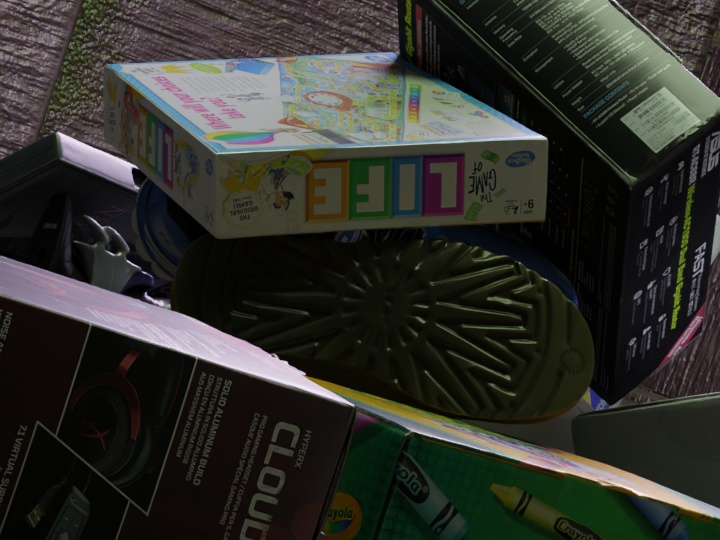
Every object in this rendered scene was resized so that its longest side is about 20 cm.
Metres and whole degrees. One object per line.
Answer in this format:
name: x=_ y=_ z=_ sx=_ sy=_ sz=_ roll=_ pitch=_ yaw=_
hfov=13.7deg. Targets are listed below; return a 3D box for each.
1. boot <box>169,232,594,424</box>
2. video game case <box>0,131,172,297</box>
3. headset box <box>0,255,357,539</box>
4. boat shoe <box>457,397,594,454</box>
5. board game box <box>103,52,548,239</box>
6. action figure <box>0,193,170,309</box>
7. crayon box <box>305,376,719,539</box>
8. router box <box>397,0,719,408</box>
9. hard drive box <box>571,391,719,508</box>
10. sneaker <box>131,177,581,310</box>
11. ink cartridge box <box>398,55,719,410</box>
boot: x=-0.001 y=0.039 z=1.238 sx=0.175 sy=0.066 sz=0.200 roll=15 pitch=-16 yaw=0
video game case: x=-0.133 y=-0.005 z=1.416 sx=0.143 sy=0.019 sz=0.200 roll=-25 pitch=-26 yaw=27
headset box: x=-0.104 y=0.036 z=0.814 sx=0.199 sy=0.075 sz=0.149 roll=18 pitch=1 yaw=-22
boat shoe: x=0.090 y=0.095 z=1.406 sx=0.060 sy=0.072 sz=0.202 roll=19 pitch=-6 yaw=42
board game box: x=-0.020 y=-0.055 z=1.233 sx=0.134 sy=0.034 sz=0.200 roll=-3 pitch=14 yaw=-16
action figure: x=-0.080 y=0.032 z=1.388 sx=0.200 sy=0.070 sz=0.130 roll=23 pitch=-24 yaw=-36
crayon box: x=0.050 y=0.092 z=1.088 sx=0.200 sy=0.058 sz=0.119 roll=18 pitch=1 yaw=-37
router box: x=0.087 y=-0.049 z=1.344 sx=0.150 sy=0.062 sz=0.200 roll=44 pitch=-20 yaw=23
hard drive box: x=0.214 y=0.090 z=1.333 sx=0.156 sy=0.077 sz=0.200 roll=-11 pitch=-8 yaw=38
sneaker: x=0.000 y=0.000 z=1.295 sx=0.199 sy=0.079 sz=0.089 roll=14 pitch=-5 yaw=-7
ink cartridge box: x=0.064 y=-0.012 z=1.491 sx=0.200 sy=0.198 sz=0.043 roll=43 pitch=-26 yaw=-15
